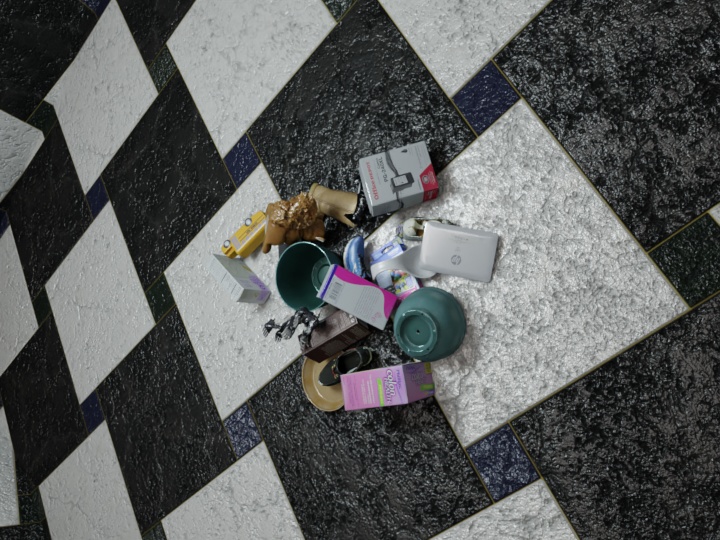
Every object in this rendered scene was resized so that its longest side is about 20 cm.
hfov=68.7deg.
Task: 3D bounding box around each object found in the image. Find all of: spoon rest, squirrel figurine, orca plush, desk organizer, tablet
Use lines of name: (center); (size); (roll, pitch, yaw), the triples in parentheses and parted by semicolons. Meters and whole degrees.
spoon rest: (0.127, -0.016, 1.462); (0.195, 0.061, 0.102); (-12, 73, -5)
squirrel figurine: (-0.187, -0.140, 1.577); (0.200, 0.182, 0.145); (128, 145, -57)
orca plush: (0.013, -0.241, 1.558); (0.104, 0.071, 0.201); (36, 81, 10)
desk organizer: (-0.217, -0.049, 1.712); (0.071, 0.076, 0.206); (-9, 81, 46)
tablet: (0.260, -0.050, 1.409); (0.195, 0.014, 0.134); (11, 100, 15)

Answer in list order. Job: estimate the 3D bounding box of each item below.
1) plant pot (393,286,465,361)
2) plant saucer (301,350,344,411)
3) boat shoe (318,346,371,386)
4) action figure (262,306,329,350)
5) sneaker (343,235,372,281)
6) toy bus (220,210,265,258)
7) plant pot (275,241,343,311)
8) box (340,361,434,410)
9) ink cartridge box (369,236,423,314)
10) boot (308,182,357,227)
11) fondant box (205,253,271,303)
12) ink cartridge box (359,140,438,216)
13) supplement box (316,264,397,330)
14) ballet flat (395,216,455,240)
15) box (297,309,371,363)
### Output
plant pot: (0.168, 0.153, 1.403); (0.196, 0.133, 0.206); (3, 97, 26)
plant saucer: (-0.096, 0.330, 1.638); (0.196, 0.035, 0.206); (-3, 85, 32)
boat shoe: (-0.058, 0.286, 1.562); (0.200, 0.063, 0.075); (-34, 72, 27)
action figure: (-0.182, 0.170, 1.513); (0.197, 0.119, 0.104); (-15, 50, 34)
sneaker: (0.000, 0.000, 1.563); (0.088, 0.078, 0.206); (0, 87, 39)
toy bus: (-0.386, -0.114, 1.816); (0.200, 0.065, 0.079); (-44, 66, 7)
plant pot: (-0.136, 0.019, 1.605); (0.196, 0.160, 0.206); (0, 90, 24)
box: (0.076, 0.315, 1.447); (0.196, 0.175, 0.099); (-16, 78, 29)
ink cartridge box: (0.103, 0.011, 1.535); (0.118, 0.042, 0.204); (-32, 69, 26)
boot: (-0.093, -0.175, 1.659); (0.197, 0.066, 0.179); (23, 100, 30)
fondant box: (-0.419, 0.029, 1.804); (0.200, 0.143, 0.059); (43, 106, 27)
ink cartridge box: (0.104, -0.256, 1.477); (0.195, 0.083, 0.149); (-16, 77, -1)
supplement box: (-0.011, 0.072, 1.454); (0.197, 0.103, 0.103); (28, 85, -8)
ballet flat: (0.175, -0.122, 1.479); (0.196, 0.071, 0.074); (7, 90, 33)
box: (-0.078, 0.191, 1.572); (0.198, 0.100, 0.076); (-33, 56, 12)
